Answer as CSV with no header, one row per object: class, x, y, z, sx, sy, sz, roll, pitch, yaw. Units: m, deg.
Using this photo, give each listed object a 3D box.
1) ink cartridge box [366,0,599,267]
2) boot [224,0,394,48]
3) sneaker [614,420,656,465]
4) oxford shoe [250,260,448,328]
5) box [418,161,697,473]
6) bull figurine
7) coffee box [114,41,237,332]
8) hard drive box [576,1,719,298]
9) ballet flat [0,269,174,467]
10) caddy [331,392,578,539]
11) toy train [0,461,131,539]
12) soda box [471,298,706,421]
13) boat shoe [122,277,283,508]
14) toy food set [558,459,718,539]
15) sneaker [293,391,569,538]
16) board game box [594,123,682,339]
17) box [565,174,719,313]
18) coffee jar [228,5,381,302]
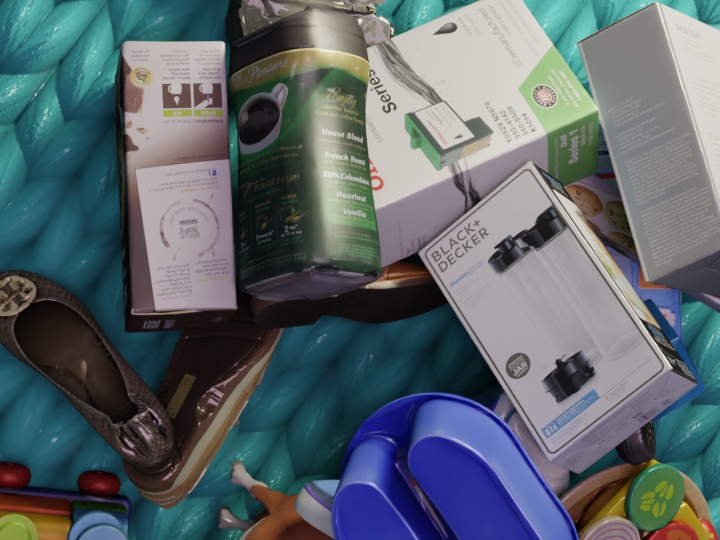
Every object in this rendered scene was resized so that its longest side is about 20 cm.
ink cartridge box,0.062,-0.110,1.420,0.200,0.084,0.146,-24,59,-11
boot,-0.048,-0.245,1.438,0.130,0.068,0.201,-15,103,-18
sneaker,0.152,0.071,1.415,0.104,0.060,0.200,-22,60,15
oxford shoe,0.000,0.000,1.443,0.199,0.071,0.071,2,60,-35
box,0.142,0.034,1.357,0.117,0.060,0.200,-38,61,16
bull figurine,-0.069,0.214,1.423,0.121,0.200,0.065,21,125,22
coffee box,-0.140,-0.060,1.376,0.080,0.113,0.201,-2,81,-11
hard drive box,0.261,-0.088,1.416,0.156,0.077,0.201,11,61,-51
ballet flat,-0.213,0.068,1.383,0.067,0.046,0.200,-41,71,-10
caddy,0.067,0.184,1.302,0.141,0.105,0.200,-32,94,16
toy train,-0.269,0.193,1.381,0.199,0.116,0.085,7,92,-13
soda box,0.168,0.108,1.472,0.200,0.068,0.064,-30,120,3
boat shoe,-0.115,0.094,1.439,0.072,0.076,0.200,25,68,26
toy food set,0.193,0.239,1.406,0.200,0.049,0.198,-45,124,-8
sneaker,0.063,0.146,1.389,0.199,0.081,0.147,18,98,-16
board game box,0.186,-0.020,1.511,0.151,0.037,0.201,-4,94,-12
box,0.234,-0.024,1.482,0.200,0.039,0.042,31,86,-13
coffee jar,-0.041,-0.084,1.324,0.085,0.104,0.201,7,74,-41
